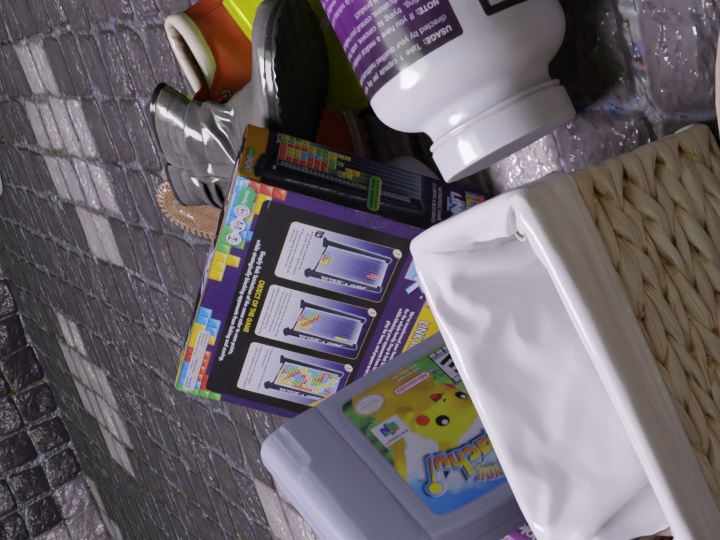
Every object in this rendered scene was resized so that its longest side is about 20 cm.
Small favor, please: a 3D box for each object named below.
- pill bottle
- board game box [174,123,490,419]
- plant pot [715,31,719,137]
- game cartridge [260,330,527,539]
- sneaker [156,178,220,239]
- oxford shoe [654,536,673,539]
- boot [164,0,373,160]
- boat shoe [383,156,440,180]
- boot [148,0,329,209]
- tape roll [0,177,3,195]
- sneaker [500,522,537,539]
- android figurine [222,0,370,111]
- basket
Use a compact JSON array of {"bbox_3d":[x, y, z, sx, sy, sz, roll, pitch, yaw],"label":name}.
[{"bbox_3d":[0.034,-0.153,0.635,0.202,0.111,0.112,64,157,3],"label":"pill bottle"},{"bbox_3d":[-0.023,0.016,0.807,0.057,0.163,0.201,-86,15,-48],"label":"board game box"},{"bbox_3d":[0.195,-0.061,0.288,0.201,0.187,0.202,48,152,36],"label":"plant pot"},{"bbox_3d":[0.055,0.101,0.728,0.133,0.198,0.041,44,153,37],"label":"game cartridge"},{"bbox_3d":[-0.055,-0.061,0.990,0.198,0.109,0.071,20,136,17],"label":"sneaker"},{"bbox_3d":[0.220,0.202,0.642,0.200,0.070,0.075,43,155,45],"label":"oxford shoe"},{"bbox_3d":[-0.066,-0.118,0.895,0.202,0.106,0.075,61,153,4],"label":"boot"},{"bbox_3d":[0.000,0.000,0.872,0.072,0.068,0.200,42,141,5],"label":"boat shoe"},{"bbox_3d":[-0.090,-0.103,0.818,0.129,0.068,0.202,18,139,18],"label":"boot"},{"bbox_3d":[-0.746,-0.222,2.286,0.203,0.070,0.204,46,151,36],"label":"tape roll"},{"bbox_3d":[0.118,0.176,0.738,0.100,0.075,0.200,54,178,-40],"label":"sneaker"},{"bbox_3d":[-0.030,-0.186,0.789,0.201,0.041,0.182,51,147,-3],"label":"android figurine"},{"bbox_3d":[0.134,0.042,0.600,0.202,0.122,0.135,64,156,0],"label":"basket"}]
